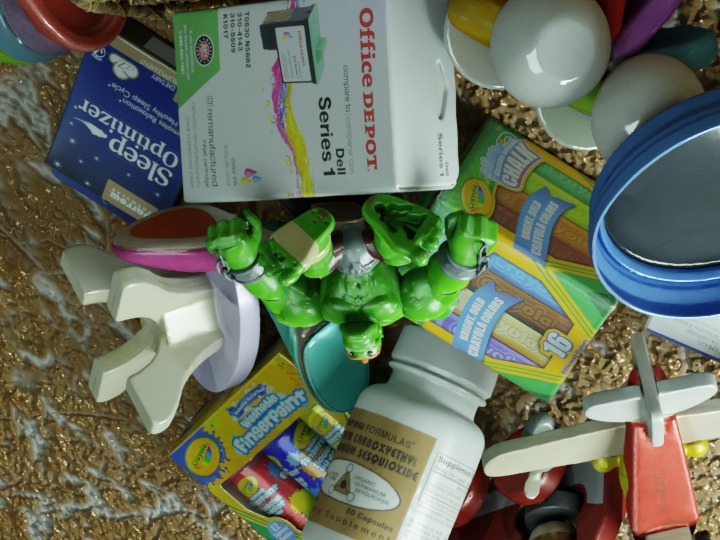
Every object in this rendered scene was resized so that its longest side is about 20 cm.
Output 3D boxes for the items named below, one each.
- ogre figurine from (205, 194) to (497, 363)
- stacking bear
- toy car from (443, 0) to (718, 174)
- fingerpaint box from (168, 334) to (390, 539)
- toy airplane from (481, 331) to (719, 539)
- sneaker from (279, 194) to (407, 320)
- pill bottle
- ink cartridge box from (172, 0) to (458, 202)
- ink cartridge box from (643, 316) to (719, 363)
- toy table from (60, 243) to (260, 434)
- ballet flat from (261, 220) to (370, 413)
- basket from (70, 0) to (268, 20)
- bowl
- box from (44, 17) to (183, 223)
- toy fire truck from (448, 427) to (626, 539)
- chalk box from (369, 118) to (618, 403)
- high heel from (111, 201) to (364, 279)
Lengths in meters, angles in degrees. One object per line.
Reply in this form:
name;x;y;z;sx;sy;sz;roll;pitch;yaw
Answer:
ogre figurine;0.000;0.000;1.381;0.198;0.099;0.120;-19;148;-2
stacking bear;-0.289;-0.220;1.535;0.199;0.121;0.115;-3;117;40
toy car;0.164;-0.166;1.321;0.199;0.175;0.151;32;92;-19
fingerpaint box;-0.051;0.154;1.717;0.167;0.074;0.200;42;132;-8
toy airplane;0.220;0.124;1.470;0.199;0.142;0.200;28;119;-20
sneaker;-0.012;-0.028;1.563;0.200;0.076;0.091;42;142;-3
pill bottle;0.039;0.153;1.579;0.113;0.202;0.114;23;172;3
ink cartridge box;-0.034;-0.127;1.411;0.198;0.084;0.147;-1;94;34
ink cartridge box;0.334;0.000;1.425;0.196;0.047;0.201;23;133;7
toy table;-0.165;0.044;1.621;0.184;0.116;0.201;52;149;34
ballet flat;-0.044;0.032;1.579;0.070;0.067;0.201;44;162;46
basket;-0.121;-0.228;1.412;0.198;0.143;0.150;-1;125;27
bowl;0.246;-0.046;1.278;0.198;0.040;0.202;-8;140;-6
box;-0.194;-0.112;1.615;0.120;0.032;0.201;31;134;2
toy fire truck;0.135;0.235;1.602;0.199;0.169;0.112;-22;139;38
chalk box;0.102;-0.021;1.471;0.199;0.125;0.124;31;133;0
high heel;-0.090;0.003;1.454;0.198;0.068;0.097;-2;122;-11
